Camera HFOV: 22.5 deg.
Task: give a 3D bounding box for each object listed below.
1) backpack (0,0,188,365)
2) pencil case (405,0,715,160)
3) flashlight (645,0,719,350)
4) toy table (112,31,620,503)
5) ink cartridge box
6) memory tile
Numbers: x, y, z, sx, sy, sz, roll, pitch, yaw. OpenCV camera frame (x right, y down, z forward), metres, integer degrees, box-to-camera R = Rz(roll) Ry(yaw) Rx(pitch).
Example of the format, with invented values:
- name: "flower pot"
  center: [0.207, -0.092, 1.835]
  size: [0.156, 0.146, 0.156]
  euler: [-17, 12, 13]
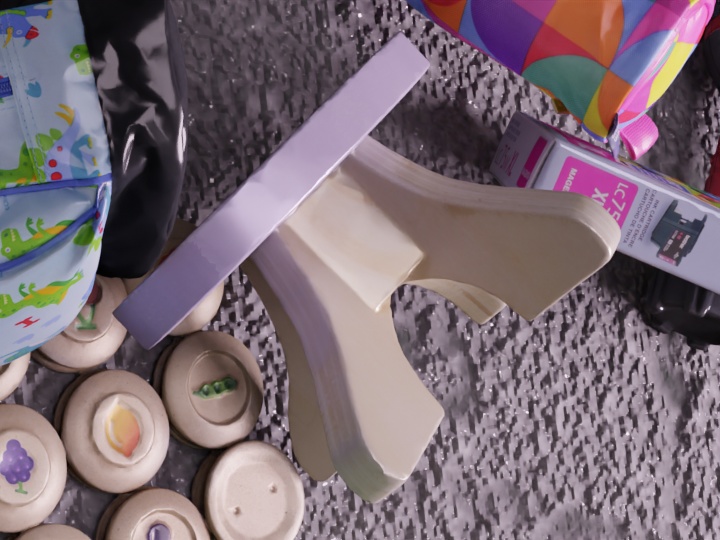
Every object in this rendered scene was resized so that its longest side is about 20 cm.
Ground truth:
- name: "backpack"
  center: [-0.165, -0.017, 0.602]
  size: [0.198, 0.163, 0.155]
  euler: [0, 80, -16]
- name: "pencil case"
  center: [0.060, -0.135, 0.805]
  size: [0.200, 0.089, 0.088]
  euler: [38, 55, 11]
- name: "flashlight"
  center: [0.195, -0.061, 0.953]
  size: [0.068, 0.067, 0.201]
  euler: [46, 57, -51]
- name: "toy table"
  center: [0.000, 0.000, 0.715]
  size: [0.117, 0.184, 0.200]
  euler: [45, 47, -5]
- name: "ink cartridge box"
  center: [0.162, -0.015, 0.840]
  size: [0.199, 0.119, 0.042]
  euler: [25, 99, -8]
- name: "memory tile"
  center: [-0.117, 0.070, 0.714]
  size: [0.199, 0.017, 0.155]
  euler: [-19, 92, -39]
